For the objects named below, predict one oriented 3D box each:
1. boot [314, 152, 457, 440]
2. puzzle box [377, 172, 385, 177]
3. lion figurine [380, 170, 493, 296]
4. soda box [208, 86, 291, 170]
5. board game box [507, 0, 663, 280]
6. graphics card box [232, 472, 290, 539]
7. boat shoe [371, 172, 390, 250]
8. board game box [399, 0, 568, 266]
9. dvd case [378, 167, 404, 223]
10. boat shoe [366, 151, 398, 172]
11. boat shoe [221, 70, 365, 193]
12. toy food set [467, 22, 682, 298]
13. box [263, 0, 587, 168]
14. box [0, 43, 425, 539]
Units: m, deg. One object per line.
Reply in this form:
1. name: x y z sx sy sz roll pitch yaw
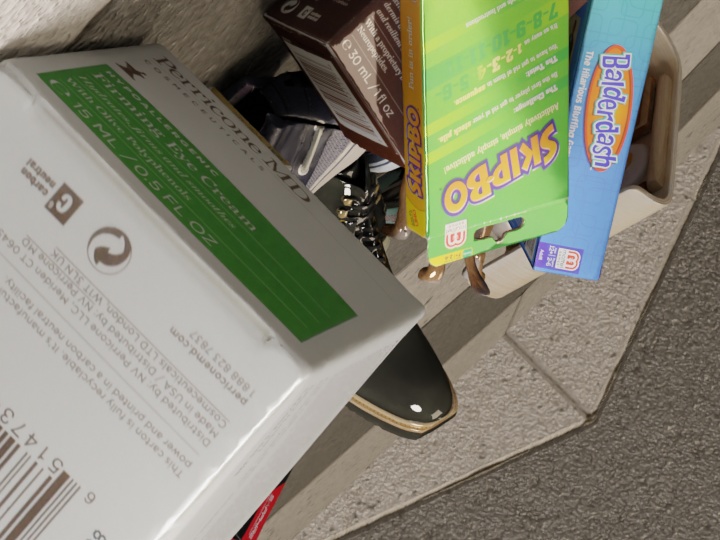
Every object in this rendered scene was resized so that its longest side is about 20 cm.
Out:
1. boot: 0.000 0.000 1.565 0.077 0.200 0.138 -32 161 -32
2. puzzle box: 0.100 -0.134 1.749 0.200 0.025 0.133 -31 -178 26
3. lion figurine: 0.063 -0.065 1.607 0.200 0.072 0.123 43 -61 63
4. soda box: -0.125 -0.006 1.365 0.200 0.068 0.064 -51 169 32
5. board game box: 0.134 -0.111 1.488 0.152 0.045 0.201 -104 -156 -74
6. graphics card box: -0.093 0.085 1.584 0.126 0.051 0.200 -63 154 -19
7. boat shoe: -0.062 -0.010 1.682 0.200 0.072 0.068 -34 143 -31
8. board game box: 0.067 -0.106 1.311 0.095 0.030 0.201 -16 115 -28
9. dvd case: 0.077 -0.098 1.848 0.200 0.022 0.146 -43 -166 -19
10. boat shoe: 0.031 -0.137 1.527 0.091 0.071 0.200 -10 146 -52
11. boat shoe: -0.081 -0.048 1.427 0.093 0.075 0.200 -4 144 -48
12. toy food set: 0.142 -0.081 1.671 0.143 0.060 0.200 -31 -151 32
13. box: 0.056 -0.161 1.342 0.200 0.075 0.100 -45 127 -12
14. box: -0.119 0.033 1.142 0.200 0.199 0.171 -48 171 18
